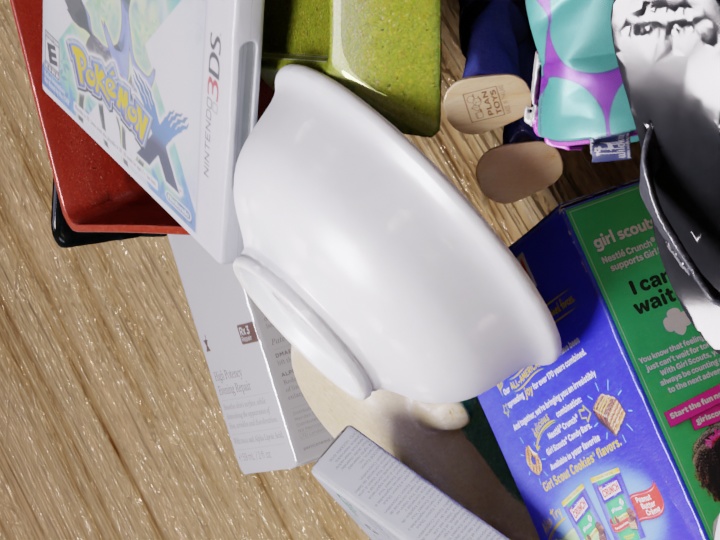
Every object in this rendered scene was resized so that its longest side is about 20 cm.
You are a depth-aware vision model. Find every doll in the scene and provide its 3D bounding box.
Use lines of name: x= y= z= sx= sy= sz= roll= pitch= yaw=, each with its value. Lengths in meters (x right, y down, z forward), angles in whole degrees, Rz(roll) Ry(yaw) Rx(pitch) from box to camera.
doll: x=0.070 y=-0.118 z=1.397 sx=0.200 sy=0.048 sz=0.137 roll=-87 pitch=-26 yaw=-61

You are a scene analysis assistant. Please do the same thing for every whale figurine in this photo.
whale figurine: x=0.053 y=0.081 z=1.607 sx=0.200 sy=0.104 sz=0.159 roll=43 pitch=163 yaw=6

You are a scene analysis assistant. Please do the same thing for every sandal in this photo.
sandal: x=0.152 y=-0.036 z=1.210 sx=0.076 sy=0.043 sz=0.201 roll=-8 pitch=114 yaw=35

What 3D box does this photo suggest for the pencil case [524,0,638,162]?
pencil case: x=0.103 y=-0.154 z=1.270 sx=0.085 sy=0.092 sz=0.201 roll=-58 pitch=-44 yaw=-80

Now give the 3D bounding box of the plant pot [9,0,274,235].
plant pot: x=-0.077 y=-0.142 z=1.597 sx=0.200 sy=0.175 sz=0.201 roll=3 pitch=109 yaw=60

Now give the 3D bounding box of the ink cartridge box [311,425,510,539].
ink cartridge box: x=0.084 y=0.187 z=1.536 sx=0.200 sy=0.043 sz=0.197 roll=33 pitch=168 yaw=36

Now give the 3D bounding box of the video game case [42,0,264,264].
video game case: x=-0.114 y=-0.129 z=1.466 sx=0.200 sy=0.022 sz=0.183 roll=43 pitch=140 yaw=41

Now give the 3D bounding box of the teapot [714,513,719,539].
teapot: x=0.225 y=0.150 z=1.213 sx=0.197 sy=0.146 sz=0.201 roll=33 pitch=140 yaw=35

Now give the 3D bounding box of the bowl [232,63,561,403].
bowl: x=0.000 y=0.000 z=1.379 sx=0.201 sy=0.090 sz=0.201 roll=45 pitch=169 yaw=11

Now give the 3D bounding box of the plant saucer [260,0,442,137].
plant saucer: x=-0.014 y=-0.171 z=1.389 sx=0.200 sy=0.048 sz=0.202 roll=-164 pitch=74 yaw=-71

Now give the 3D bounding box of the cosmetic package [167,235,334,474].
cosmetic package: x=-0.060 y=0.025 z=1.790 sx=0.102 sy=0.074 sz=0.201 roll=-17 pitch=92 yaw=64

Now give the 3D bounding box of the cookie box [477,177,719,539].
cookie box: x=0.138 y=0.072 z=1.437 sx=0.201 sy=0.075 sz=0.171 roll=66 pitch=154 yaw=9

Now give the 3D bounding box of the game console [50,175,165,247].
game console: x=-0.181 y=-0.125 z=1.829 sx=0.176 sy=0.116 sz=0.201 roll=17 pitch=104 yaw=59
